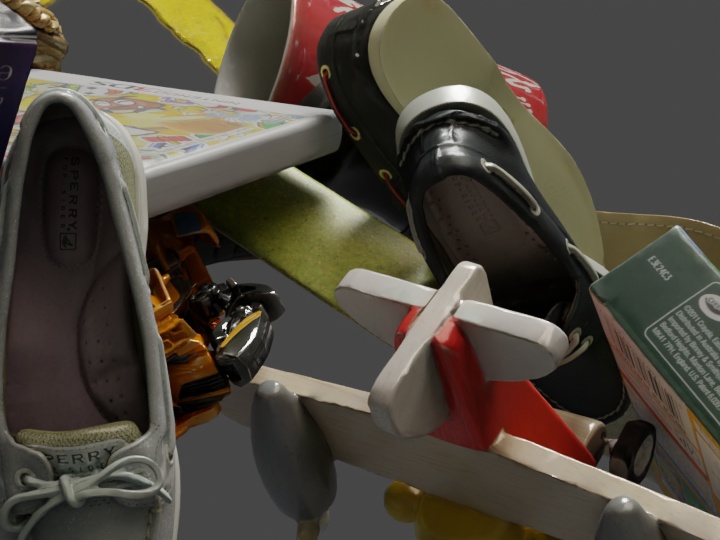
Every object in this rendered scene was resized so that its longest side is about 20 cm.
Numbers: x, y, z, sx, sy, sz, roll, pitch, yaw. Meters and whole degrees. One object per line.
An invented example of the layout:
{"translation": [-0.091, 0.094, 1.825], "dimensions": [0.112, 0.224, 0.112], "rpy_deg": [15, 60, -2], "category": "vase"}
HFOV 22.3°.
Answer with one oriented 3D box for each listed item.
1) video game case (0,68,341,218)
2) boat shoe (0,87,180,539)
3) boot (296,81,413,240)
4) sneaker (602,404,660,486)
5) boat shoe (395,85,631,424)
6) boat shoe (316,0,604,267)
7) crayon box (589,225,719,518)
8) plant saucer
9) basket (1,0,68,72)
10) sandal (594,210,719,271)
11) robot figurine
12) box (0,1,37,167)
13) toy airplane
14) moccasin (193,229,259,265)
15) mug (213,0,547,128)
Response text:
{"translation": [-0.130, -0.061, 0.826], "dimensions": [0.180, 0.023, 0.200], "rpy_deg": [10, 16, 23], "category": "video game case"}
{"translation": [-0.104, 0.038, 0.664], "dimensions": [0.074, 0.204, 0.065], "rpy_deg": [0, -5, -2], "category": "boat shoe"}
{"translation": [0.046, -0.040, 1.057], "dimensions": [0.158, 0.080, 0.211], "rpy_deg": [46, 13, 17], "category": "boot"}
{"translation": [0.152, 0.061, 1.027], "dimensions": [0.199, 0.071, 0.099], "rpy_deg": [33, 21, 12], "category": "sneaker"}
{"translation": [0.072, 0.010, 0.827], "dimensions": [0.200, 0.075, 0.061], "rpy_deg": [51, 23, -31], "category": "boat shoe"}
{"translation": [0.053, -0.047, 0.889], "dimensions": [0.063, 0.074, 0.202], "rpy_deg": [2, -46, 54], "category": "boat shoe"}
{"translation": [0.171, 0.085, 0.809], "dimensions": [0.126, 0.051, 0.200], "rpy_deg": [54, -5, 35], "category": "crayon box"}
{"translation": [0.000, 0.000, 0.941], "dimensions": [0.199, 0.048, 0.200], "rpy_deg": [34, -1, 29], "category": "plant saucer"}
{"translation": [-0.273, -0.126, 0.961], "dimensions": [0.199, 0.144, 0.149], "rpy_deg": [5, 25, -35], "category": "basket"}
{"translation": [0.144, 0.011, 0.954], "dimensions": [0.210, 0.078, 0.070], "rpy_deg": [18, -6, 29], "category": "sandal"}
{"translation": [-0.110, 0.025, 0.786], "dimensions": [0.058, 0.144, 0.200], "rpy_deg": [60, -2, -22], "category": "robot figurine"}
{"translation": [-0.226, -0.020, 0.664], "dimensions": [0.147, 0.201, 0.104], "rpy_deg": [-4, 32, -47], "category": "box"}
{"translation": [0.043, 0.089, 0.744], "dimensions": [0.198, 0.142, 0.200], "rpy_deg": [29, -15, -14], "category": "toy airplane"}
{"translation": [-0.095, -0.048, 1.040], "dimensions": [0.077, 0.074, 0.201], "rpy_deg": [32, 22, 30], "category": "moccasin"}
{"translation": [0.010, -0.118, 1.245], "dimensions": [0.198, 0.134, 0.178], "rpy_deg": [16, 22, -22], "category": "mug"}
